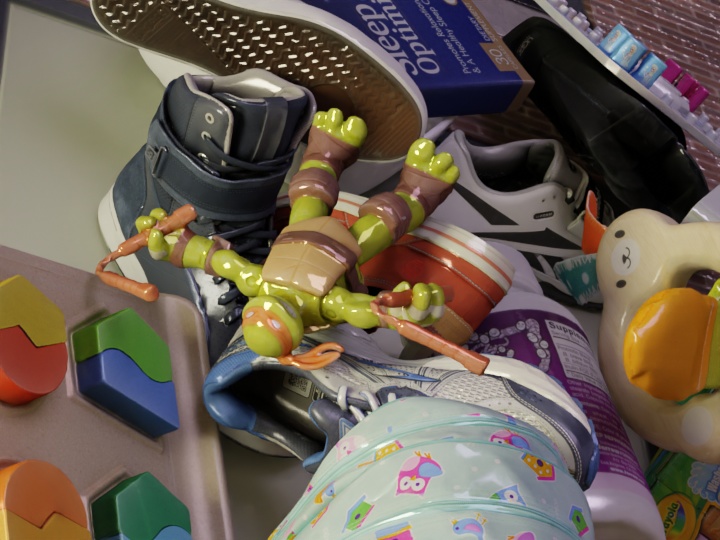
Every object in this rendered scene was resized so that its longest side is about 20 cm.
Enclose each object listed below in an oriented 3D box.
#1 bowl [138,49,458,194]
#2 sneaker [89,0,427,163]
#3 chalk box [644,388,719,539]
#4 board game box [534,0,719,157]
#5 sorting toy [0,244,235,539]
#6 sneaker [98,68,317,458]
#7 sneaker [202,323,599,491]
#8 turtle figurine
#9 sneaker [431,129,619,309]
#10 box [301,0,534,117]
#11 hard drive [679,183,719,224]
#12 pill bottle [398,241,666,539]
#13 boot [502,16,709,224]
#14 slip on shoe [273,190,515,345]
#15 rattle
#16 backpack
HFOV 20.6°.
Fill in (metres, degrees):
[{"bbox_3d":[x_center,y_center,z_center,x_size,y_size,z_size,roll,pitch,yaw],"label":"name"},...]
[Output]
[{"bbox_3d":[-0.037,-0.130,1.247,0.200,0.075,0.200,37,36,6],"label":"bowl"},{"bbox_3d":[-0.046,-0.132,1.108,0.200,0.073,0.085,29,26,1],"label":"sneaker"},{"bbox_3d":[0.239,0.110,1.140,0.200,0.124,0.125,37,38,7],"label":"chalk box"},{"bbox_3d":[0.197,-0.130,1.321,0.200,0.026,0.200,32,13,-31],"label":"board game box"},{"bbox_3d":[-0.130,0.077,0.892,0.200,0.036,0.185,16,57,-49],"label":"sorting toy"},{"bbox_3d":[-0.060,-0.014,1.044,0.077,0.146,0.202,-7,54,-43],"label":"sneaker"},{"bbox_3d":[0.013,0.077,0.946,0.200,0.077,0.085,14,22,22],"label":"sneaker"},{"bbox_3d":[-0.011,-0.004,0.954,0.200,0.064,0.161,12,43,22],"label":"turtle figurine"},{"bbox_3d":[0.124,-0.036,1.250,0.200,0.089,0.074,13,40,-27],"label":"sneaker"},{"bbox_3d":[0.001,-0.142,1.203,0.200,0.032,0.121,-9,55,-40],"label":"box"},{"bbox_3d":[0.285,0.017,1.157,0.200,0.026,0.132,39,28,11],"label":"hard drive"},{"bbox_3d":[0.081,0.083,1.062,0.112,0.112,0.200,9,43,-29],"label":"pill bottle"},{"bbox_3d":[0.181,-0.080,1.278,0.165,0.066,0.200,32,9,-25],"label":"boot"},{"bbox_3d":[0.000,0.000,1.068,0.074,0.061,0.200,39,-14,-36],"label":"slip on shoe"},{"bbox_3d":[0.131,0.012,1.063,0.143,0.130,0.200,-5,40,-32],"label":"rattle"},{"bbox_3d":[0.019,0.154,0.866,0.167,0.200,0.127,12,42,-24],"label":"backpack"}]
